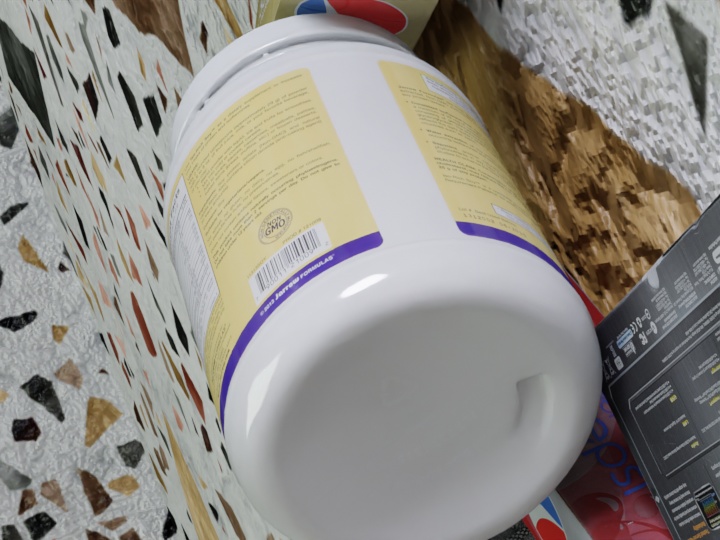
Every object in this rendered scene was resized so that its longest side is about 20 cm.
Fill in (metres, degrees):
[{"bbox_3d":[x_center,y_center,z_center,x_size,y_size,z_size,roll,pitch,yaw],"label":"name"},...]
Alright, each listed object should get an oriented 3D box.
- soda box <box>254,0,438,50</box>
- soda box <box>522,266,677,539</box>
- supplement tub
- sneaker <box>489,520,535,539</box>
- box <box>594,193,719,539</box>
[{"bbox_3d":[-0.006,-0.129,0.858,0.200,0.067,0.065,122,154,-72],"label":"soda box"},{"bbox_3d":[0.094,0.073,0.814,0.200,0.069,0.064,-125,18,-44],"label":"soda box"},{"bbox_3d":[0.000,0.000,0.764,0.201,0.144,0.146,-112,9,-51],"label":"supplement tub"},{"bbox_3d":[0.053,0.102,0.969,0.114,0.075,0.201,79,165,-46],"label":"sneaker"},{"bbox_3d":[0.149,0.060,0.635,0.200,0.048,0.159,112,134,-71],"label":"box"}]
